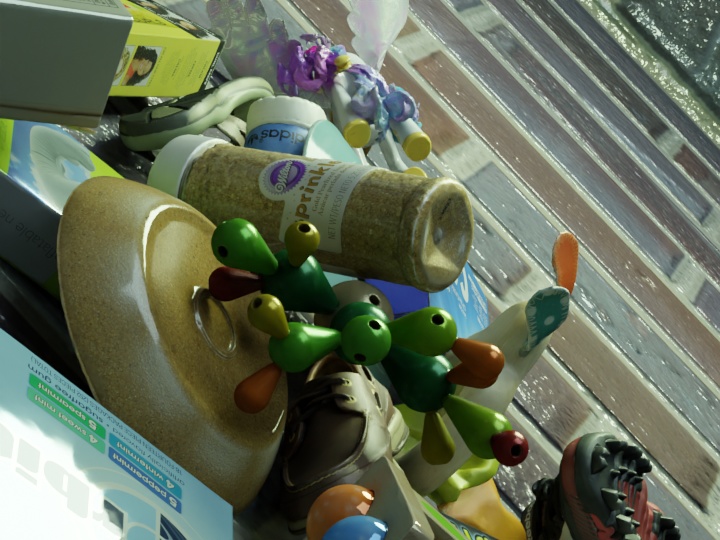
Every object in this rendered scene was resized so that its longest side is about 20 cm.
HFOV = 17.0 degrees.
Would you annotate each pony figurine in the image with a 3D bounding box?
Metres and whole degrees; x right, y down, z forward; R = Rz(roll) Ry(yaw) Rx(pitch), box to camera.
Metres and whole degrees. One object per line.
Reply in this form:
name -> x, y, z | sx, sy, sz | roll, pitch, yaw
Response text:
pony figurine -> -0.014, -0.145, 1.874 | 0.200, 0.166, 0.193 | -120, -170, -48

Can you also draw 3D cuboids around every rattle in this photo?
rattle -> 0.106, 0.092, 1.470 | 0.143, 0.200, 0.130 | 47, 17, 4

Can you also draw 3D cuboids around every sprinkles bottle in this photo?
sprinkles bottle -> -0.031, -0.035, 1.419 | 0.200, 0.068, 0.068 | 11, -5, 34

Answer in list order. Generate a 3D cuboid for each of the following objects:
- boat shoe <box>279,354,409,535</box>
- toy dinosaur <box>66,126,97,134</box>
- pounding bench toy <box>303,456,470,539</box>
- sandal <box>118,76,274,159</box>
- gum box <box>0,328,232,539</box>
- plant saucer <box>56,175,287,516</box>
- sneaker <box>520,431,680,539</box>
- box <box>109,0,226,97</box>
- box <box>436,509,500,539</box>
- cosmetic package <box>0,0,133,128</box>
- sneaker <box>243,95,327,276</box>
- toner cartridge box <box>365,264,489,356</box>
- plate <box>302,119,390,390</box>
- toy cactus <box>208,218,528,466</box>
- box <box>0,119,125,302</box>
boat shoe -> -0.018, 0.096, 1.370 | 0.068, 0.072, 0.200 | 64, 9, -8
toy dinosaur -> -0.249, -0.142, 1.448 | 0.200, 0.060, 0.106 | 30, 33, -15
pounding bench toy -> 0.016, 0.178, 1.178 | 0.156, 0.124, 0.200 | 42, 3, -11
sandal -> -0.111, -0.091, 1.629 | 0.201, 0.080, 0.058 | -37, 110, -71
gum box -> -0.132, 0.126, 1.099 | 0.170, 0.045, 0.200 | 40, 19, -20
plant saucer -> -0.092, 0.035, 1.308 | 0.200, 0.035, 0.201 | 49, 28, -37
sneaker -> 0.143, 0.159, 1.544 | 0.201, 0.098, 0.071 | 60, 37, -60
box -> -0.167, -0.152, 1.619 | 0.075, 0.050, 0.200 | 29, 13, 17
box -> 0.090, 0.209, 1.447 | 0.200, 0.035, 0.110 | 30, 23, -42
cosmetic package -> -0.235, -0.139, 1.286 | 0.200, 0.073, 0.104 | 4, 30, -33
sneaker -> -0.039, -0.023, 1.631 | 0.200, 0.076, 0.112 | 71, 24, -63
toner cartridge box -> 0.046, 0.025, 1.583 | 0.200, 0.043, 0.095 | 57, 28, -63
plate -> 0.000, 0.000, 1.551 | 0.200, 0.025, 0.201 | -10, 90, -78
toy cactus -> -0.002, 0.042, 1.320 | 0.200, 0.102, 0.165 | 26, 4, -7
box -> -0.199, -0.055, 1.357 | 0.200, 0.048, 0.122 | 39, 18, -23
